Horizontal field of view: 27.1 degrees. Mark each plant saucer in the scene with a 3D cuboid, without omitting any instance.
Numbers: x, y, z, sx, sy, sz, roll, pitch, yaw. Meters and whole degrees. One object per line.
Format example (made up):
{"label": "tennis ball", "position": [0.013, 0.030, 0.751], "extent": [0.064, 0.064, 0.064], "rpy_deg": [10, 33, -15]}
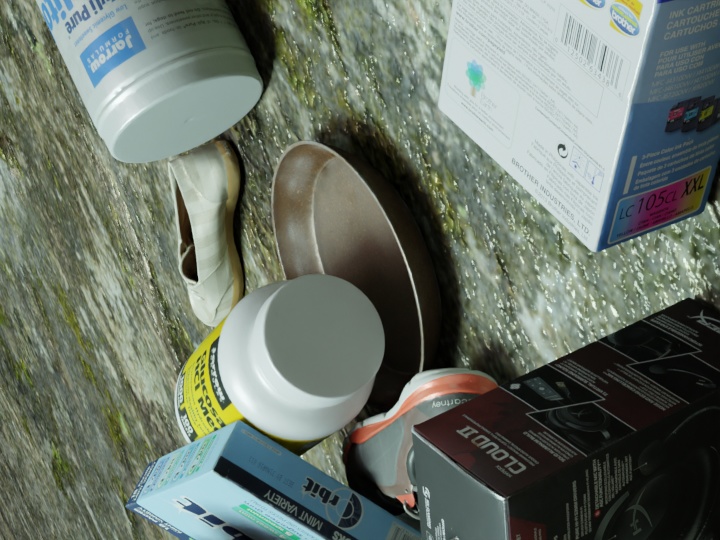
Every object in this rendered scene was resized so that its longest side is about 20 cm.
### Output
{"label": "plant saucer", "position": [0.000, 0.000, 1.052], "extent": [0.200, 0.034, 0.201], "rpy_deg": [44, 145, 41]}

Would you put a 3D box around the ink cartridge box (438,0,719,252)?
{"label": "ink cartridge box", "position": [0.112, -0.129, 0.691], "extent": [0.136, 0.076, 0.200], "rpy_deg": [48, 148, 36]}

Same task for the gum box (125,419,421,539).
{"label": "gum box", "position": [-0.063, 0.185, 1.084], "extent": [0.170, 0.045, 0.200], "rpy_deg": [33, 153, -13]}

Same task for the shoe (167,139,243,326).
{"label": "shoe", "position": [-0.137, -0.026, 1.274], "extent": [0.070, 0.053, 0.200], "rpy_deg": [48, 147, 36]}

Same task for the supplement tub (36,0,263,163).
{"label": "supplement tub", "position": [-0.171, -0.198, 1.126], "extent": [0.200, 0.132, 0.132], "rpy_deg": [63, 153, 13]}

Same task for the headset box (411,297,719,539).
{"label": "headset box", "position": [0.114, 0.122, 0.733], "extent": [0.077, 0.200, 0.149], "rpy_deg": [33, 138, 50]}

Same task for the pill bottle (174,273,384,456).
{"label": "pill bottle", "position": [-0.056, 0.072, 1.049], "extent": [0.113, 0.112, 0.200], "rpy_deg": [65, 154, 9]}

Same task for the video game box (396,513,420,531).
{"label": "video game box", "position": [0.047, 0.279, 1.106], "extent": [0.182, 0.047, 0.201], "rpy_deg": [5, 99, 64]}

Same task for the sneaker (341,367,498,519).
{"label": "sneaker", "position": [0.035, 0.138, 1.008], "extent": [0.200, 0.077, 0.082], "rpy_deg": [117, 155, -57]}
